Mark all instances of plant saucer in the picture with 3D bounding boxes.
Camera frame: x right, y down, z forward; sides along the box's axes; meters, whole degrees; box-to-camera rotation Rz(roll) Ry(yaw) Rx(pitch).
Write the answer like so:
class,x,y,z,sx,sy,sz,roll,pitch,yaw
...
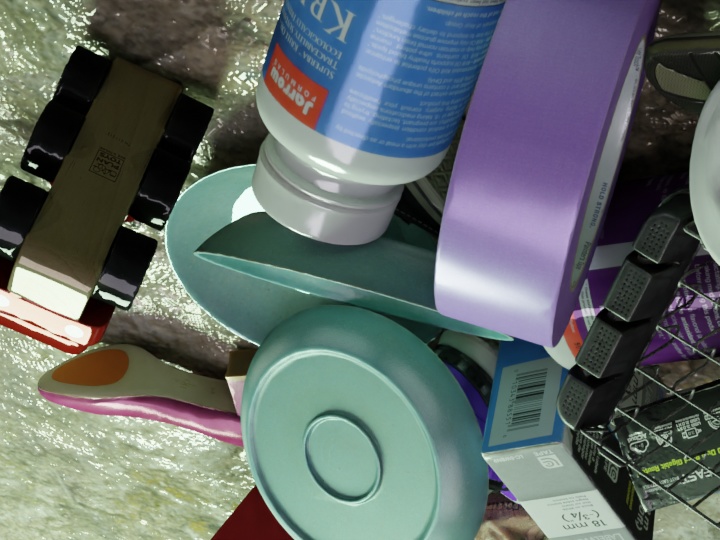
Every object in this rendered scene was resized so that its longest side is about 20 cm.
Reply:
class,x,y,z,sx,sy,sz,roll,pitch,yaw
plant saucer,0.000,0.000,0.966,0.199,0.036,0.200,16,176,1
plant saucer,-0.007,0.122,1.075,0.200,0.027,0.201,13,113,31
plant saucer,-0.031,-0.012,1.082,0.200,0.039,0.201,10,139,9

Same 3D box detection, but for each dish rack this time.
class,x,y,z,sx,sy,sz,roll,pitch,yaw
dish rack,0.208,0.066,0.852,0.200,0.054,0.154,35,116,25

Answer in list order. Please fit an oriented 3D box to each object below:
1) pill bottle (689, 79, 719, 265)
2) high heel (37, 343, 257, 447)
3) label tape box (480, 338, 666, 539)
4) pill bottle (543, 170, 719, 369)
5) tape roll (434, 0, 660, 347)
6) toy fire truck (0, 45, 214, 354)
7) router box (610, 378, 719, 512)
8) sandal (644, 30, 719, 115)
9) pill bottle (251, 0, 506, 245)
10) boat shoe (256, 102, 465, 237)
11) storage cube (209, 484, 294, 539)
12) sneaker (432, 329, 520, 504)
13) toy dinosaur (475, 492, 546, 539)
class,x,y,z,sx,sy,sz,roll,pitch,yaw
pill bottle,0.279,-0.048,0.816,0.199,0.111,0.111,1,145,-20
high heel,-0.147,0.108,1.242,0.199,0.067,0.096,-6,126,7
label tape box,0.162,0.121,1.084,0.063,0.144,0.200,-15,131,30
pill bottle,0.205,-0.004,0.948,0.199,0.113,0.113,-8,134,28
tape roll,0.099,-0.064,0.838,0.065,0.200,0.200,16,141,11
toy fire truck,-0.198,-0.023,1.021,0.128,0.176,0.200,23,141,-8
router box,0.269,0.081,0.971,0.150,0.200,0.062,-23,81,39
sandal,0.247,-0.128,0.838,0.200,0.057,0.080,-14,153,9
pill bottle,0.009,-0.116,0.848,0.112,0.112,0.200,20,121,-3
boat shoe,0.020,-0.068,0.974,0.200,0.075,0.062,37,139,-13
storage cube,-0.044,0.308,1.301,0.200,0.180,0.171,47,167,-32
sneaker,0.073,0.128,1.134,0.069,0.100,0.200,24,158,37
toy dinosaur,0.097,0.209,1.263,0.135,0.086,0.200,39,129,-8
